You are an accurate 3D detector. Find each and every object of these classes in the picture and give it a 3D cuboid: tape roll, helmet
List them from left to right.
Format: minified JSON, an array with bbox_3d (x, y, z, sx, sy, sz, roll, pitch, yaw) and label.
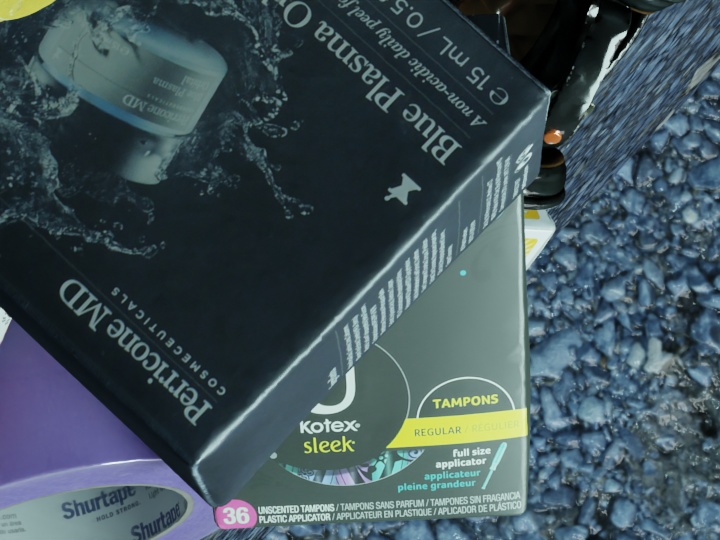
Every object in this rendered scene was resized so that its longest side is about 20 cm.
[{"bbox_3d":[-0.159,0.094,1.307,0.200,0.085,0.200,-14,160,-5],"label":"tape roll"},{"bbox_3d":[0.063,-0.141,1.306,0.200,0.200,0.191,-51,-157,20],"label":"helmet"}]

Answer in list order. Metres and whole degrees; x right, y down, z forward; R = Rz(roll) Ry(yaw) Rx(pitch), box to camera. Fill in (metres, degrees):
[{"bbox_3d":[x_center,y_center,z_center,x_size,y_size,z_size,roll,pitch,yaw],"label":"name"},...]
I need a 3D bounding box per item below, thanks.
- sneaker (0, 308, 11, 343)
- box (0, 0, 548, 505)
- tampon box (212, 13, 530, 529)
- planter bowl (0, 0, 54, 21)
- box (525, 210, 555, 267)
[{"bbox_3d":[-0.203,0.054,1.155,0.108,0.067,0.201,37,73,-82],"label":"sneaker"},{"bbox_3d":[-0.063,-0.049,1.031,0.200,0.197,0.117,-47,171,-8],"label":"box"},{"bbox_3d":[0.000,0.000,1.199,0.126,0.150,0.200,-91,177,-59],"label":"tampon box"},{"bbox_3d":[-0.113,-0.138,0.818,0.200,0.083,0.200,-46,171,-10],"label":"planter bowl"},{"bbox_3d":[-0.017,-0.035,1.369,0.200,0.113,0.101,3,139,-33],"label":"box"}]
